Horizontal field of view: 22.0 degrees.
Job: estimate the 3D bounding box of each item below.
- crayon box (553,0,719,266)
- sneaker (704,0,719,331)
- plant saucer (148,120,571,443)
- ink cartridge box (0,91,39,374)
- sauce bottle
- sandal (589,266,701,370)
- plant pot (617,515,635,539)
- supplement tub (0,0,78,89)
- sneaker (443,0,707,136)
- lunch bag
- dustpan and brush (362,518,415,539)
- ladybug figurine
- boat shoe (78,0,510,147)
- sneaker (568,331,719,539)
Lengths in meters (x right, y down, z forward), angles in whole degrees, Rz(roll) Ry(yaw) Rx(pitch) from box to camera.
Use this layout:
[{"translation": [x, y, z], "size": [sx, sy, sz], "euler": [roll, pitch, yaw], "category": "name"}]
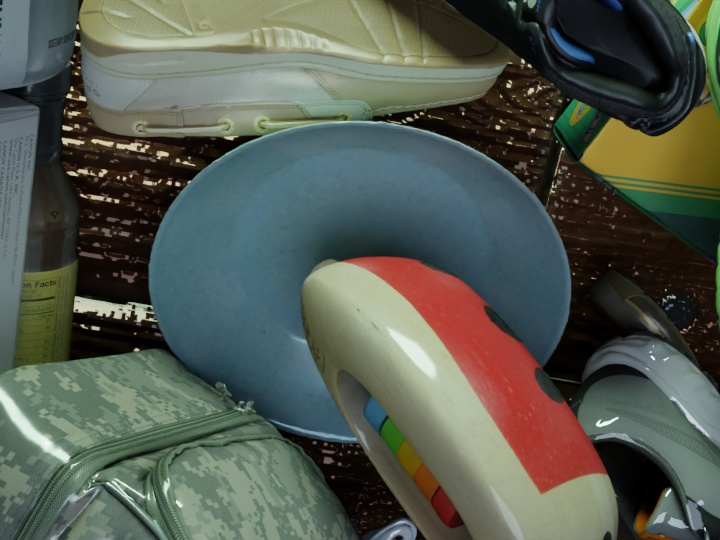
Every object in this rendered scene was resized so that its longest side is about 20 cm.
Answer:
[{"translation": [0.200, -0.106, 0.876], "size": [0.118, 0.058, 0.201], "euler": [33, 103, -17], "category": "crayon box"}, {"translation": [0.198, -0.054, 0.796], "size": [0.076, 0.083, 0.202], "euler": [-5, 91, -48], "category": "sneaker"}, {"translation": [0.000, 0.000, 0.880], "size": [0.199, 0.039, 0.202], "euler": [1, 130, 2], "category": "plant saucer"}, {"translation": [-0.233, -0.002, 0.845], "size": [0.175, 0.045, 0.202], "euler": [21, 113, 27], "category": "ink cartridge box"}, {"translation": [-0.163, -0.003, 0.865], "size": [0.064, 0.065, 0.202], "euler": [5, 108, -10], "category": "sauce bottle"}, {"translation": [0.161, 0.092, 0.934], "size": [0.054, 0.080, 0.201], "euler": [-34, 105, -6], "category": "sandal"}, {"translation": [0.105, 0.200, 0.929], "size": [0.185, 0.187, 0.202], "euler": [-16, 100, -1], "category": "plant pot"}, {"translation": [-0.171, -0.185, 0.763], "size": [0.121, 0.123, 0.202], "euler": [5, 111, -9], "category": "supplement tub"}, {"translation": [0.068, -0.135, 0.792], "size": [0.199, 0.112, 0.073], "euler": [36, 100, 4], "category": "sneaker"}, {"translation": [-0.089, 0.133, 0.816], "size": [0.167, 0.200, 0.140], "euler": [36, 102, 17], "category": "lunch bag"}, {"translation": [-0.047, 0.185, 0.943], "size": [0.139, 0.057, 0.200], "euler": [41, 101, -19], "category": "dustpan and brush"}, {"translation": [0.046, 0.068, 0.815], "size": [0.072, 0.136, 0.201], "euler": [-32, 73, -14], "category": "ladybug figurine"}, {"translation": [-0.031, -0.092, 0.851], "size": [0.198, 0.074, 0.070], "euler": [1, 134, -12], "category": "boat shoe"}, {"translation": [0.172, 0.120, 0.856], "size": [0.200, 0.079, 0.074], "euler": [39, 137, 4], "category": "sneaker"}]
